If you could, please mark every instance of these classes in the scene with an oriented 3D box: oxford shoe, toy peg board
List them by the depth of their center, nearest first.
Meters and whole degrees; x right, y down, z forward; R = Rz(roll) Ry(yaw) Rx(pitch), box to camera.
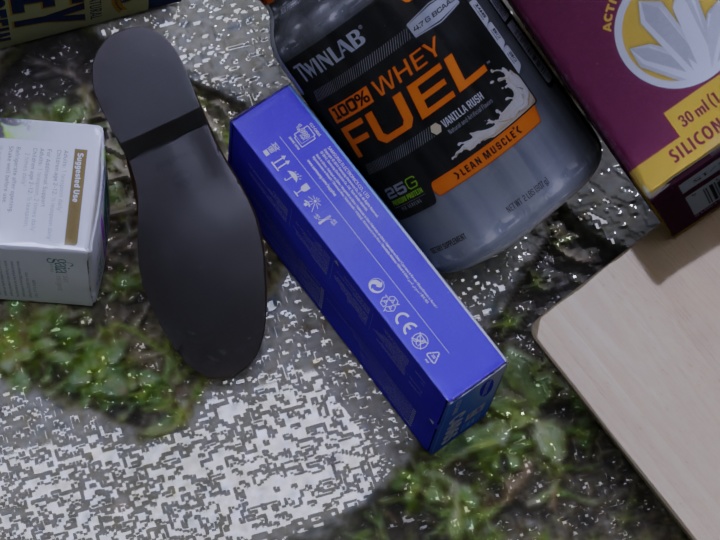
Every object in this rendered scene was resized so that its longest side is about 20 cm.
[{"bbox_3d":[0.235,0.058,1.204,0.199,0.098,0.200,-38,74,-1],"label":"toy peg board"},{"bbox_3d":[-0.096,-0.038,1.220,0.071,0.071,0.201,-15,87,1],"label":"oxford shoe"}]

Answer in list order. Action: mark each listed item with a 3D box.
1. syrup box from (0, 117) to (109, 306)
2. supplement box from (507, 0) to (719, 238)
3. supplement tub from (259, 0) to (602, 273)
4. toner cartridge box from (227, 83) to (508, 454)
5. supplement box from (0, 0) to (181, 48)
[{"bbox_3d":[-0.242,-0.037,1.197,0.199,0.079,0.082,3,68,-3],"label":"syrup box"},{"bbox_3d":[0.161,-0.140,1.158,0.131,0.103,0.200,-36,71,7],"label":"supplement box"},{"bbox_3d":[0.033,-0.109,1.192,0.122,0.122,0.200,-40,100,-18],"label":"supplement tub"},{"bbox_3d":[0.000,0.000,1.194,0.043,0.095,0.200,-34,75,-15],"label":"toner cartridge box"},{"bbox_3d":[-0.226,-0.245,1.250,0.199,0.134,0.201,-16,71,-10],"label":"supplement box"}]
